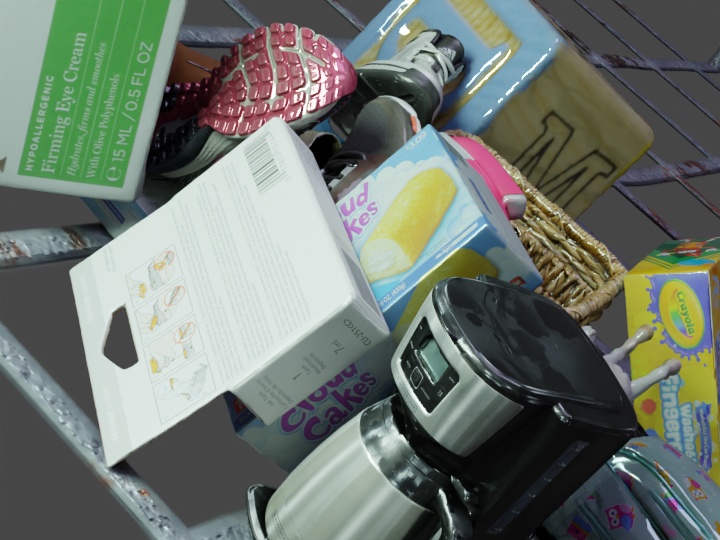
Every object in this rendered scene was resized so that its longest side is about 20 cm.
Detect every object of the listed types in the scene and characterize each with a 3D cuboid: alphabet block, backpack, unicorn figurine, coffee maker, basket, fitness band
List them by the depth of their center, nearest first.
[{"bbox_3d":[0.058,0.109,1.003,0.135,0.200,0.192,49,25,18],"label":"coffee maker"},{"bbox_3d":[0.201,0.193,1.162,0.200,0.127,0.166,51,22,24],"label":"backpack"},{"bbox_3d":[0.069,-0.011,1.182,0.037,0.145,0.200,-2,29,-18],"label":"fitness band"},{"bbox_3d":[0.165,0.086,1.246,0.137,0.201,0.074,-27,62,-38],"label":"unicorn figurine"},{"bbox_3d":[0.092,-0.014,1.338,0.200,0.149,0.143,44,4,17],"label":"basket"},{"bbox_3d":[0.119,-0.152,1.585,0.200,0.196,0.196,34,18,-47],"label":"alphabet block"}]

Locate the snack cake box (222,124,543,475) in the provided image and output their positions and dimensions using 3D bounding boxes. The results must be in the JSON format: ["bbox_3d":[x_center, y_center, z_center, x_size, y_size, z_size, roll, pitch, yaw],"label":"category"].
[{"bbox_3d":[0.003,0.019,1.052,0.067,0.200,0.115,40,15,-38],"label":"snack cake box"}]

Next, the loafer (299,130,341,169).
[{"bbox_3d":[-0.048,-0.027,1.224,0.076,0.068,0.201,34,43,-41],"label":"loafer"}]

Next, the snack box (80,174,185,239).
[{"bbox_3d":[-0.120,-0.047,1.273,0.116,0.037,0.199,48,24,22],"label":"snack box"}]

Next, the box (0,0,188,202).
[{"bbox_3d":[-0.219,-0.187,1.140,0.170,0.200,0.201,7,33,-21],"label":"box"}]

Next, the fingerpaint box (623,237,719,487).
[{"bbox_3d":[0.274,0.085,1.407,0.073,0.202,0.167,-3,10,22],"label":"fingerpaint box"}]

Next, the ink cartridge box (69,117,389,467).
[{"bbox_3d":[-0.087,0.018,1.041,0.045,0.176,0.201,47,12,-37],"label":"ink cartridge box"}]

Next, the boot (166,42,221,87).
[{"bbox_3d":[-0.105,-0.133,1.300,0.154,0.077,0.200,11,-12,-8],"label":"boot"}]

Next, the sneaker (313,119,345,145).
[{"bbox_3d":[-0.068,-0.109,1.442,0.086,0.075,0.200,5,27,-24],"label":"sneaker"}]

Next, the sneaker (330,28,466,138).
[{"bbox_3d":[0.044,-0.167,1.419,0.076,0.115,0.200,49,-13,-10],"label":"sneaker"}]

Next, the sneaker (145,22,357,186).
[{"bbox_3d":[-0.074,-0.109,1.174,0.074,0.199,0.081,22,64,-39],"label":"sneaker"}]

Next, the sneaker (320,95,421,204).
[{"bbox_3d":[-0.016,-0.043,1.167,0.082,0.077,0.201,29,61,-26],"label":"sneaker"}]
